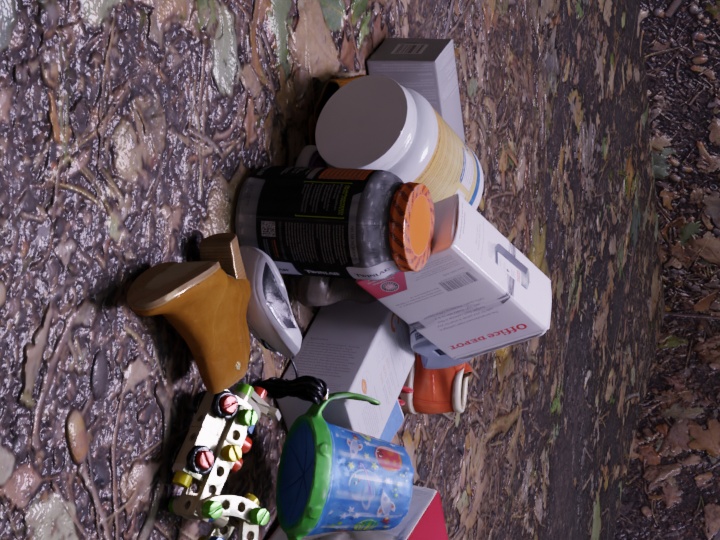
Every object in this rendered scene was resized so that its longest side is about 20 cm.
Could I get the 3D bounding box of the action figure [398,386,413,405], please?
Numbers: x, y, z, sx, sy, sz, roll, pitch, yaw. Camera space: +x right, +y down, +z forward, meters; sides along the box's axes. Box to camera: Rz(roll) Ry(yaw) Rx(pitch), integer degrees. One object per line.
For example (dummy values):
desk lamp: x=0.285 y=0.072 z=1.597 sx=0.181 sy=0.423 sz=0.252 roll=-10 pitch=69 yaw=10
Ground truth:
action figure: x=0.050 y=0.094 z=1.720 sx=0.065 sy=0.052 sz=0.200 roll=-41 pitch=128 yaw=-56

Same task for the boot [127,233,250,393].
boot: x=-0.156 y=0.057 z=1.175 sx=0.201 sy=0.071 sz=0.144 roll=-44 pitch=131 yaw=-64

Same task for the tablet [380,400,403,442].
tablet: x=-0.006 y=0.240 z=1.596 sx=0.200 sy=0.014 sz=0.130 roll=-54 pitch=145 yaw=-27

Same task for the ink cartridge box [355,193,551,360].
ink cartridge box: x=0.115 y=0.013 z=1.420 sx=0.200 sy=0.146 sz=0.085 roll=41 pitch=44 yaw=-35

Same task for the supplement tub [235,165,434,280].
supplement tub: x=-0.027 y=-0.053 z=1.317 sx=0.123 sy=0.200 sz=0.123 roll=5 pitch=90 yaw=-66

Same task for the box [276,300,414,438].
box: x=-0.015 y=0.132 z=1.504 sx=0.200 sy=0.097 sz=0.125 roll=-62 pitch=147 yaw=-43

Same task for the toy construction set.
toy construction set: x=-0.134 y=0.197 z=1.245 sx=0.131 sy=0.092 sz=0.200 roll=39 pitch=46 yaw=-33

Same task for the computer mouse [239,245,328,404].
computer mouse: x=-0.104 y=0.066 z=1.317 sx=0.044 sy=0.110 sz=0.200 roll=-36 pitch=117 yaw=-33

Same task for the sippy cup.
sippy cup: x=-0.014 y=0.239 z=1.353 sx=0.140 sy=0.130 sz=0.178 roll=-109 pitch=-144 yaw=-56

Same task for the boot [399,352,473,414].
boot: x=0.126 y=0.123 z=1.825 sx=0.075 sy=0.107 sz=0.200 roll=21 pitch=72 yaw=-64

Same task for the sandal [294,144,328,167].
sandal: x=-0.032 y=-0.075 z=1.482 sx=0.083 sy=0.050 sz=0.203 roll=-66 pitch=152 yaw=-21

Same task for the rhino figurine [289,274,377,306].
rhino figurine: x=0.000 y=0.000 z=1.469 sx=0.200 sy=0.060 sz=0.088 roll=-3 pitch=106 yaw=-31

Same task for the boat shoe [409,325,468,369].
boat shoe: x=0.099 y=0.076 z=1.600 sx=0.202 sy=0.074 sz=0.086 roll=42 pitch=36 yaw=-67

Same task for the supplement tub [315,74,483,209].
supplement tub: x=0.048 y=-0.132 z=1.430 sx=0.200 sy=0.144 sz=0.145 roll=38 pitch=58 yaw=-53

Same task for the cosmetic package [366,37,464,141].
cosmetic package: x=0.082 y=-0.216 z=1.666 sx=0.090 sy=0.107 sz=0.200 roll=-57 pitch=145 yaw=-49

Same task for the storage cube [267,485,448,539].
storage cube: x=0.001 y=0.375 z=1.465 sx=0.200 sy=0.171 sz=0.180 roll=-47 pitch=136 yaw=-44

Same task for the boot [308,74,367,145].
boot: x=-0.015 y=-0.150 z=1.520 sx=0.144 sy=0.071 sz=0.202 roll=-17 pitch=119 yaw=-52
